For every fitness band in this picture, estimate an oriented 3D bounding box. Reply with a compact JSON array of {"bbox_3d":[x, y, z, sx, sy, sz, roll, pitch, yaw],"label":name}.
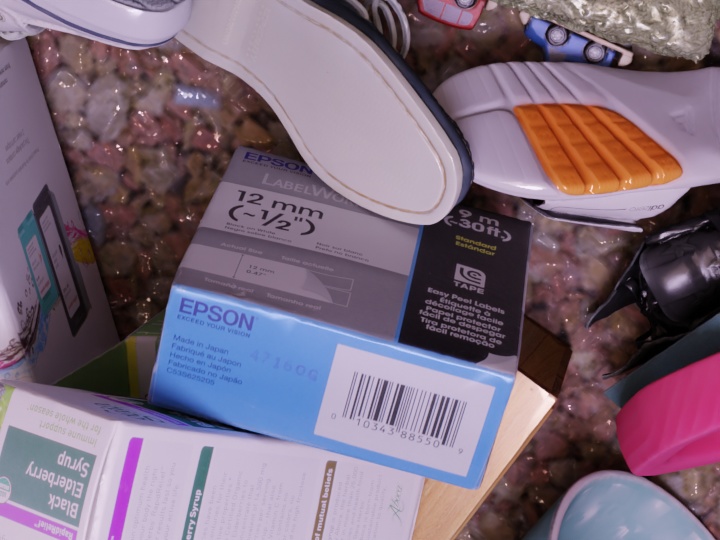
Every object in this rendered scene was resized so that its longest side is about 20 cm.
[{"bbox_3d":[0.191,0.057,0.764,0.143,0.200,0.038,-17,76,-3],"label":"fitness band"}]

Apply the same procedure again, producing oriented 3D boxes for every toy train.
[{"bbox_3d":[0.044,-0.139,0.798,0.199,0.034,0.046,22,108,-1],"label":"toy train"}]

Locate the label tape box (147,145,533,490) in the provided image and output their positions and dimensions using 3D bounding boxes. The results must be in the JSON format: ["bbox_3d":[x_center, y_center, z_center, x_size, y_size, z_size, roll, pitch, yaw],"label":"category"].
[{"bbox_3d":[0.000,0.000,0.750,0.143,0.200,0.066,15,122,1],"label":"label tape box"}]

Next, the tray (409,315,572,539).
[{"bbox_3d":[0.032,0.120,0.835,0.037,0.099,0.200,37,105,3],"label":"tray"}]

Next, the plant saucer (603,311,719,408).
[{"bbox_3d":[0.175,0.031,0.752,0.070,0.200,0.019,-13,77,-16],"label":"plant saucer"}]

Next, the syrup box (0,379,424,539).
[{"bbox_3d":[-0.066,0.102,0.722,0.079,0.200,0.082,11,87,40],"label":"syrup box"}]

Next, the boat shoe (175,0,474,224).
[{"bbox_3d":[-0.016,-0.094,0.761,0.200,0.062,0.075,37,124,27],"label":"boat shoe"}]

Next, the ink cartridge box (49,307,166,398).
[{"bbox_3d":[-0.090,0.099,0.789,0.048,0.200,0.146,2,106,17],"label":"ink cartridge box"}]

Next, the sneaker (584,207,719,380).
[{"bbox_3d":[0.177,-0.006,0.762,0.104,0.200,0.060,-20,78,-15],"label":"sneaker"}]

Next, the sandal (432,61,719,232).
[{"bbox_3d":[0.130,-0.052,0.786,0.206,0.079,0.059,-2,144,-11],"label":"sandal"}]

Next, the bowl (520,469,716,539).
[{"bbox_3d":[0.120,0.211,0.823,0.105,0.201,0.201,-34,101,32],"label":"bowl"}]

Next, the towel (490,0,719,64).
[{"bbox_3d":[0.087,-0.188,0.761,0.199,0.036,0.149,21,90,-1],"label":"towel"}]

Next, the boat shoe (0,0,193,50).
[{"bbox_3d":[-0.161,-0.144,0.785,0.200,0.074,0.067,33,133,22],"label":"boat shoe"}]

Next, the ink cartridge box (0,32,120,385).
[{"bbox_3d":[-0.214,0.012,0.796,0.146,0.146,0.201,-11,109,8],"label":"ink cartridge box"}]
